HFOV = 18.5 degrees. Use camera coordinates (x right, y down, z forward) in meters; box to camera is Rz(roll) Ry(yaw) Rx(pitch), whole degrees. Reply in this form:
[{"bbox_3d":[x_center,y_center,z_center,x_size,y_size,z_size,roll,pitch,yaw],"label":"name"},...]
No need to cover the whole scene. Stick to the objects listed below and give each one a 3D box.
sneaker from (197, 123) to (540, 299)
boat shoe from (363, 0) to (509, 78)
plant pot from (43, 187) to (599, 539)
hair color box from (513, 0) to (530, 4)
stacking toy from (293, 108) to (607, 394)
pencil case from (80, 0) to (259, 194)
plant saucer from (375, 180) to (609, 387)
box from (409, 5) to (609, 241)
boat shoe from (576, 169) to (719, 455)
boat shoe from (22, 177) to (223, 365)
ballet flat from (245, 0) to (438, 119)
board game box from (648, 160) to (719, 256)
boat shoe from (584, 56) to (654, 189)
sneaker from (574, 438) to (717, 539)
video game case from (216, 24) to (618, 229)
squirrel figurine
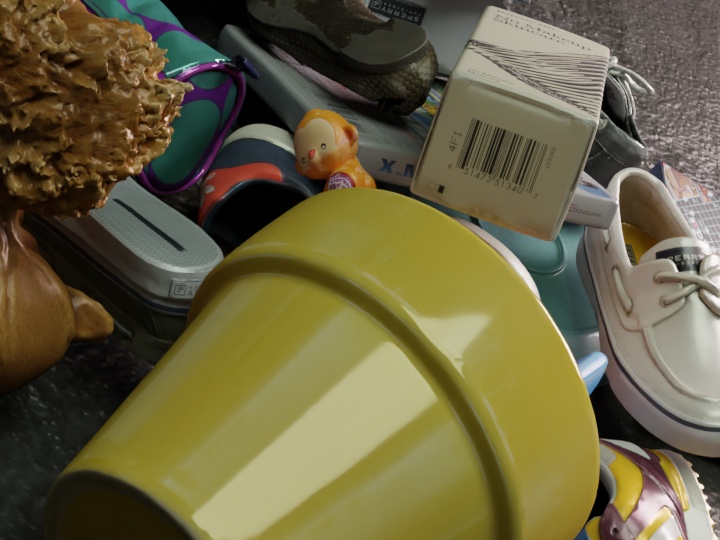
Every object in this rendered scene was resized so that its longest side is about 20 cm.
[{"bbox_3d":[0.000,0.000,1.185,0.199,0.075,0.085,26,34,2],"label":"sneaker"},{"bbox_3d":[0.009,-0.165,1.374,0.199,0.071,0.070,20,-5,12],"label":"boat shoe"},{"bbox_3d":[-0.028,0.092,0.966,0.201,0.201,0.189,45,51,12],"label":"plant pot"},{"bbox_3d":[0.066,-0.233,1.397,0.060,0.100,0.200,20,5,-19],"label":"hair color box"},{"bbox_3d":[0.022,0.007,1.114,0.110,0.116,0.201,-26,85,-51],"label":"stacking toy"},{"bbox_3d":[-0.148,-0.132,1.176,0.200,0.085,0.092,43,-6,24],"label":"pencil case"},{"bbox_3d":[0.090,-0.015,1.313,0.199,0.027,0.201,23,37,-19],"label":"plant saucer"},{"bbox_3d":[0.083,-0.082,1.166,0.082,0.069,0.200,19,18,1],"label":"box"},{"bbox_3d":[0.171,0.016,1.225,0.070,0.070,0.201,4,37,-13],"label":"boat shoe"},{"bbox_3d":[-0.145,-0.024,1.091,0.072,0.062,0.200,-6,35,-43],"label":"boat shoe"},{"bbox_3d":[-0.010,-0.131,1.267,0.067,0.047,0.200,-30,31,-15],"label":"ballet flat"},{"bbox_3d":[0.232,0.036,1.353,0.135,0.035,0.201,30,35,-23],"label":"board game box"},{"bbox_3d":[0.143,-0.106,1.399,0.073,0.068,0.200,31,22,-13],"label":"boat shoe"},{"bbox_3d":[0.148,0.168,1.122,0.090,0.075,0.201,13,33,-30],"label":"sneaker"},{"bbox_3d":[0.029,-0.084,1.271,0.181,0.022,0.200,11,18,-26],"label":"video game case"},{"bbox_3d":[-0.174,-0.046,0.988,0.141,0.200,0.188,-4,64,-55],"label":"squirrel figurine"}]
